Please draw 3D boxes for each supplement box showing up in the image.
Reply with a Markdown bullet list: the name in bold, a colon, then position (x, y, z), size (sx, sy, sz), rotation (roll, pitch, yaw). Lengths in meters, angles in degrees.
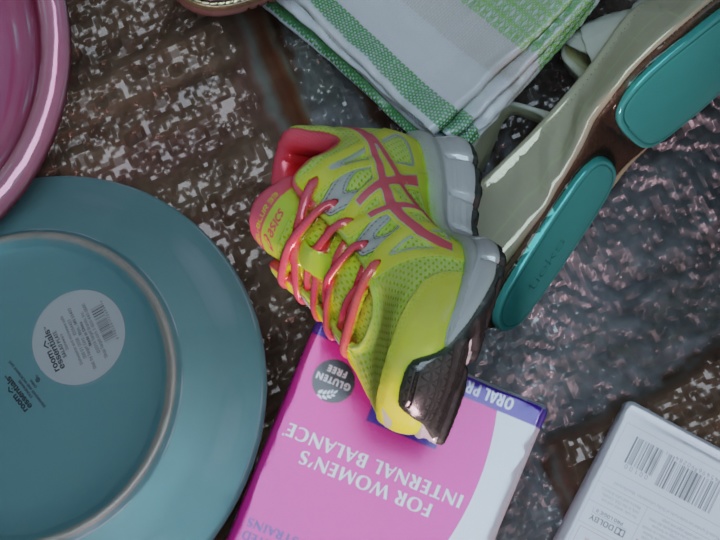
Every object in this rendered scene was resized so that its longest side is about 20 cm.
- **supplement box**: position (-0.009, 0.130, 1.082), size (0.101, 0.103, 0.201), rotation (22, 86, 0)

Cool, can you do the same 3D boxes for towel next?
- **towel**: position (0.052, -0.164, 1.131), size (0.149, 0.031, 0.200), rotation (42, 85, 17)

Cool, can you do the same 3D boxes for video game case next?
- **video game case**: position (0.130, 0.177, 1.121), size (0.143, 0.018, 0.201), rotation (28, 84, 1)

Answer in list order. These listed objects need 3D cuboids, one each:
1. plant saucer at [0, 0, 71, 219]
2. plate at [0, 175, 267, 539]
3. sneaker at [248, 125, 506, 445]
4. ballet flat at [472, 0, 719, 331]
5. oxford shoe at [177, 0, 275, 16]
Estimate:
- **plant saucer**: position (-0.220, -0.090, 1.120), size (0.199, 0.051, 0.202), rotation (0, 83, 0)
- **plate**: position (-0.137, 0.052, 1.091), size (0.199, 0.026, 0.202), rotation (-5, 70, 13)
- **sneaker**: position (0.000, 0.000, 1.012), size (0.090, 0.200, 0.079), rotation (15, 112, -11)
- **ballet flat**: position (0.095, -0.065, 1.125), size (0.069, 0.069, 0.200), rotation (41, 86, 3)
- **oxford shoe**: position (-0.007, -0.187, 1.098), size (0.200, 0.074, 0.071), rotation (-43, 70, -6)
